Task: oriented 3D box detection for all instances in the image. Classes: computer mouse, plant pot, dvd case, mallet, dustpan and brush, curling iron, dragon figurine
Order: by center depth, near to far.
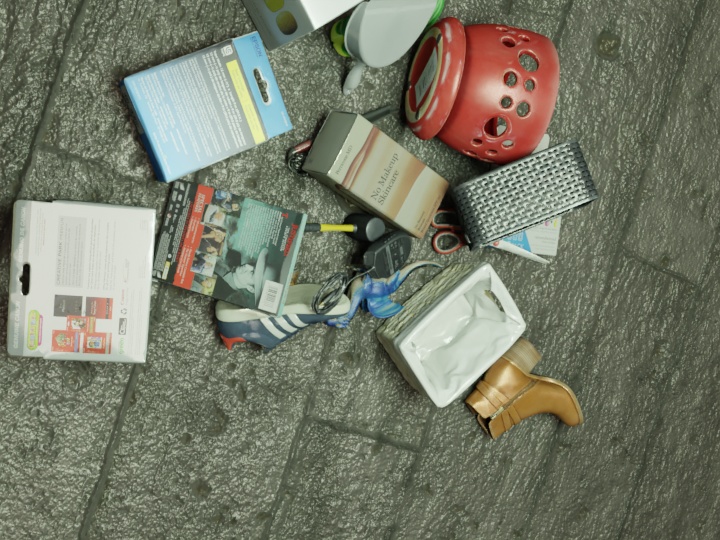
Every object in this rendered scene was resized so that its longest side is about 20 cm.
[{"bbox_3d":[-0.184,-0.032,1.091,0.196,0.022,0.149,15,90,12],"label":"dvd case"},{"bbox_3d":[0.019,-0.317,1.123,0.138,0.057,0.202,-19,148,-35],"label":"dustpan and brush"},{"bbox_3d":[-0.049,-0.062,1.151,0.197,0.065,0.042,-3,101,-44],"label":"mallet"},{"bbox_3d":[0.000,0.000,1.155,0.199,0.034,0.060,-33,130,-31],"label":"computer mouse"},{"bbox_3d":[0.173,-0.274,1.188,0.179,0.200,0.205,12,92,-16],"label":"plant pot"},{"bbox_3d":[-0.029,-0.201,1.197,0.198,0.025,0.050,-35,121,-18],"label":"curling iron"},{"bbox_3d":[0.031,0.038,1.233,0.196,0.059,0.102,-9,100,-22],"label":"dragon figurine"}]

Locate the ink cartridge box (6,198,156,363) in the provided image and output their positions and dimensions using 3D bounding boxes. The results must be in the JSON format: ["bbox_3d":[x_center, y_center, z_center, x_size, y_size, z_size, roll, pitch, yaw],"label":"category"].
[{"bbox_3d":[-0.363,0.011,1.038,0.172,0.084,0.205,5,94,-18],"label":"ink cartridge box"}]

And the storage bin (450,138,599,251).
[{"bbox_3d":[0.242,-0.110,1.193,0.196,0.135,0.096,-21,86,4],"label":"storage bin"}]

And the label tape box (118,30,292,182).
[{"bbox_3d":[-0.211,-0.226,1.092,0.198,0.066,0.146,-27,107,-22],"label":"label tape box"}]

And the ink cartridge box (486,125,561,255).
[{"bbox_3d":[0.276,-0.133,1.315,0.113,0.068,0.205,5,95,-23],"label":"ink cartridge box"}]

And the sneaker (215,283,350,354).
[{"bbox_3d":[-0.112,0.076,1.163,0.195,0.075,0.086,-4,115,-6],"label":"sneaker"}]

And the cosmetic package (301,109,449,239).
[{"bbox_3d":[0.025,-0.141,1.176,0.198,0.087,0.105,29,87,-33],"label":"cosmetic package"}]

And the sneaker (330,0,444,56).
[{"bbox_3d":[0.052,-0.372,1.179,0.198,0.083,0.075,-31,108,-18],"label":"sneaker"}]

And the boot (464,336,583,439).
[{"bbox_3d":[0.280,0.236,1.363,0.155,0.074,0.200,-45,99,-14],"label":"boot"}]

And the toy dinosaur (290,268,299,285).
[{"bbox_3d":[-0.169,-0.021,1.136,0.196,0.060,0.109,12,93,-24],"label":"toy dinosaur"}]

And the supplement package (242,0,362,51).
[{"bbox_3d":[-0.078,-0.381,1.056,0.109,0.199,0.115,-35,108,-16],"label":"supplement package"}]

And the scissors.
[{"bbox_3d":[0.207,-0.055,1.268,0.195,0.014,0.075,6,93,11],"label":"scissors"}]

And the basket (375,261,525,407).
[{"bbox_3d":[0.137,0.094,1.252,0.199,0.123,0.137,-40,110,-15],"label":"basket"}]
